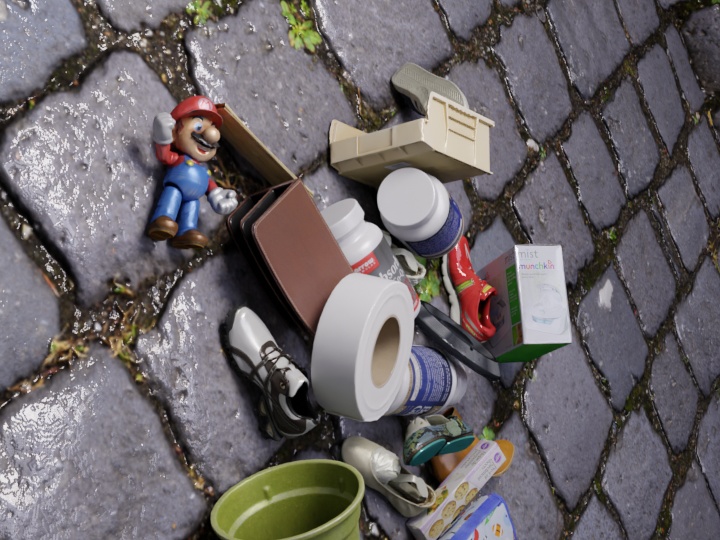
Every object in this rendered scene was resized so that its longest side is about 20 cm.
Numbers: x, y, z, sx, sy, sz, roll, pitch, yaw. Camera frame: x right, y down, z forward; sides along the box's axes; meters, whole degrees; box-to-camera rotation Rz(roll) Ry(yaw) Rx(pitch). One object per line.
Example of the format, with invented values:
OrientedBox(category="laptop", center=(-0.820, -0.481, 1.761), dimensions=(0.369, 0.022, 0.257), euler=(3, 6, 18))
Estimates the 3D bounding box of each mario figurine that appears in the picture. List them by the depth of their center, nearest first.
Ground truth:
OrientedBox(category="mario figurine", center=(-0.217, -0.135, 1.428), dimensions=(0.124, 0.105, 0.202), euler=(73, 23, -75))

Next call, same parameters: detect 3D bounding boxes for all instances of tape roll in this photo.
OrientedBox(category="tape roll", center=(0.006, 0.108, 1.538), dimensions=(0.202, 0.070, 0.204), euler=(11, 90, -68))

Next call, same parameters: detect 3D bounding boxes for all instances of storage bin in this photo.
OrientedBox(category="storage bin", center=(0.082, -0.202, 1.773), dimensions=(0.198, 0.199, 0.094), euler=(15, 71, -50))

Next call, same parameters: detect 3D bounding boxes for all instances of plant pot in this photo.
OrientedBox(category="plant pot", center=(-0.074, 0.373, 1.406), dimensions=(0.200, 0.199, 0.185), euler=(-36, 119, -52))

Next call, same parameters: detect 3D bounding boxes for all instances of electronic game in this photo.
OrientedBox(category="electronic game", center=(0.151, 0.115, 1.801), dimensions=(0.042, 0.200, 0.200), euler=(-52, 134, 7))

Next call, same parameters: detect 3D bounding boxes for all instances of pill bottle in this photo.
OrientedBox(category="pill bottle", center=(0.000, 0.000, 1.668), dimensions=(0.201, 0.115, 0.116), euler=(59, 39, -21))
OrientedBox(category="pill bottle", center=(0.082, 0.173, 1.723), dimensions=(0.199, 0.111, 0.112), euler=(9, 72, -51))
OrientedBox(category="pill bottle", center=(0.096, -0.094, 1.776), dimensions=(0.200, 0.115, 0.117), euler=(36, 48, -71))

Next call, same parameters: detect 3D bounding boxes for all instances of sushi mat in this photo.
OrientedBox(category="sushi mat", center=(-0.150, -0.169, 1.548), dimensions=(0.200, 0.095, 0.012), euler=(45, 70, -35))

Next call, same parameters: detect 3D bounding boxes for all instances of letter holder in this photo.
OrientedBox(category="letter holder", center=(-0.105, -0.002, 1.544), dimensions=(0.201, 0.100, 0.142), euler=(60, 41, -21))

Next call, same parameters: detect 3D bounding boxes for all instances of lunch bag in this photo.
OrientedBox(category="lunch bag", center=(0.164, 0.462, 1.690), dimensions=(0.170, 0.123, 0.201), euler=(-30, 131, -53))

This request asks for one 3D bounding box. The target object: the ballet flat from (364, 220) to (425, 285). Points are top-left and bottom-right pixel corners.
OrientedBox(category="ballet flat", center=(0.038, -0.034, 1.772), dimensions=(0.200, 0.071, 0.072), euler=(36, 52, -41))

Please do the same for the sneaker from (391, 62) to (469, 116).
OrientedBox(category="sneaker", center=(0.136, -0.292, 1.912), dimensions=(0.085, 0.075, 0.200), euler=(47, 2, -46))

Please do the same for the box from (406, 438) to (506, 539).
OrientedBox(category="box", center=(0.155, 0.355, 1.758), dimensions=(0.200, 0.039, 0.042), euler=(-42, 115, -25))

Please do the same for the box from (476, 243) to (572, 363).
OrientedBox(category="box", center=(0.290, 0.062, 1.949), dimensions=(0.096, 0.200, 0.178), euler=(-1, 77, -15))

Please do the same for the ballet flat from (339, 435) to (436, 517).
OrientedBox(category="ballet flat", center=(0.049, 0.312, 1.671), dimensions=(0.200, 0.069, 0.070), euler=(45, 46, -35))

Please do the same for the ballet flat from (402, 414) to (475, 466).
OrientedBox(category="ballet flat", center=(0.107, 0.259, 1.703), dimensions=(0.200, 0.074, 0.075), euler=(6, 73, -60))

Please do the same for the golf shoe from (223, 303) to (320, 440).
OrientedBox(category="golf shoe", center=(-0.114, 0.133, 1.492), dimensions=(0.078, 0.094, 0.201), euler=(-37, 107, -49))

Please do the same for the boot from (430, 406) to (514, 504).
OrientedBox(category="boot", center=(0.186, 0.292, 1.855), dimensions=(0.201, 0.070, 0.145), euler=(-36, 107, -48))

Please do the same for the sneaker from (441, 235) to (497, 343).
OrientedBox(category="sneaker", center=(0.203, 0.031, 1.952), dimensions=(0.077, 0.085, 0.202), euler=(-3, 81, -54))
